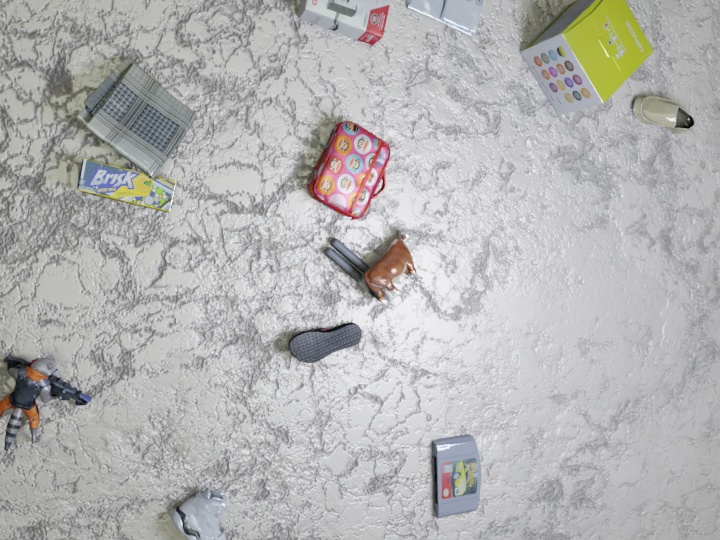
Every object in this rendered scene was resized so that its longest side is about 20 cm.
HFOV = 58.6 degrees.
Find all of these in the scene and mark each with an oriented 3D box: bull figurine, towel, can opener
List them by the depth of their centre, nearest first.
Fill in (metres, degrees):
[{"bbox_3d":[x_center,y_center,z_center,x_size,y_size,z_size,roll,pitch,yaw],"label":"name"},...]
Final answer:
[{"bbox_3d":[-0.471,-0.329,1.363,0.198,0.034,0.196,37,64,-16],"label":"towel"},{"bbox_3d":[0.090,-0.006,1.544,0.122,0.065,0.200,49,59,-2],"label":"bull figurine"},{"bbox_3d":[0.000,0.000,1.556,0.199,0.066,0.053,41,85,-11],"label":"can opener"}]

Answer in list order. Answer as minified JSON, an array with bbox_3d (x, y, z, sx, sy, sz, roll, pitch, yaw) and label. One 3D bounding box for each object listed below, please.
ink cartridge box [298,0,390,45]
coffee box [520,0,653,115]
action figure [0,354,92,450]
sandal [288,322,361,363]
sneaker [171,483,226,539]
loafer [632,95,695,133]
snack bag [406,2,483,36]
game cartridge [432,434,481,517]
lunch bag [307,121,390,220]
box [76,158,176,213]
[{"bbox_3d":[-0.032,-0.630,1.476,0.194,0.084,0.149,13,92,-17],"label":"ink cartridge box"},{"bbox_3d":[0.562,-0.547,1.605,0.199,0.197,0.201,-42,105,-9],"label":"coffee box"},{"bbox_3d":[-0.679,0.276,1.353,0.195,0.105,0.198,24,97,-15],"label":"action figure"},{"bbox_3d":[-0.088,0.172,1.558,0.195,0.045,0.078,-11,104,-31],"label":"sandal"},{"bbox_3d":[-0.337,0.596,1.496,0.115,0.075,0.201,-43,102,-6],"label":"sneaker"},{"bbox_3d":[0.840,-0.434,1.768,0.194,0.068,0.078,12,91,-17],"label":"loafer"},{"bbox_3d":[0.221,-0.706,1.580,0.194,0.021,0.195,15,91,-18],"label":"snack bag"},{"bbox_3d":[0.255,0.542,1.695,0.129,0.041,0.208,-5,96,-21],"label":"game cartridge"},{"bbox_3d":[-0.017,-0.230,1.523,0.173,0.082,0.205,26,89,-21],"label":"lunch bag"},{"bbox_3d":[-0.500,-0.182,1.384,0.194,0.064,0.073,13,91,-18],"label":"box"}]
